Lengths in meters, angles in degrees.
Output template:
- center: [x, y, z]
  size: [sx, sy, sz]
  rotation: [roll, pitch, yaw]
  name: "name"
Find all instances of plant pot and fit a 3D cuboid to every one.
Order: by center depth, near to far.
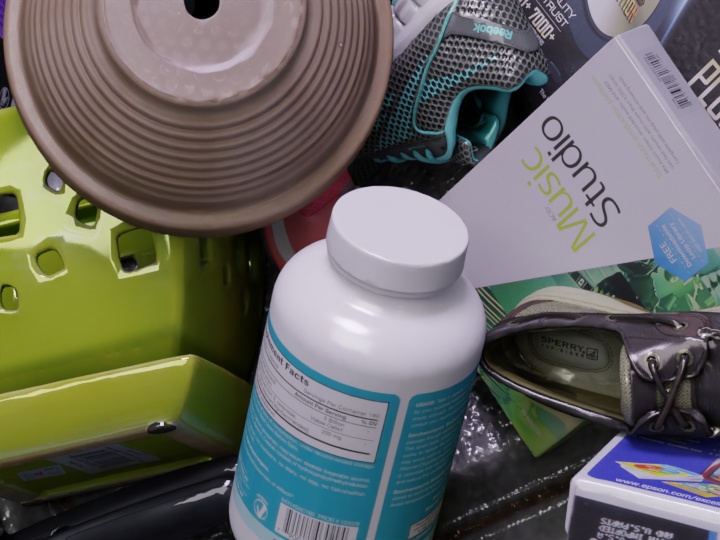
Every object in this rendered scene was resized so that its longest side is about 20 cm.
- center: [-0.080, -0.123, 1.238]
  size: [0.199, 0.093, 0.203]
  rotation: [0, 82, -3]
  name: "plant pot"
- center: [-0.155, 0.021, 1.368]
  size: [0.197, 0.200, 0.183]
  rotation: [-12, 76, 10]
  name: "plant pot"

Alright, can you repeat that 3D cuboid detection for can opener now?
- center: [-0.147, 0.149, 1.382]
  size: [0.199, 0.079, 0.063]
  rotation: [-27, 23, 11]
  name: "can opener"

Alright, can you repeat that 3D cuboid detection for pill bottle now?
- center: [0.001, 0.060, 1.273]
  size: [0.110, 0.111, 0.201]
  rotation: [29, 125, 22]
  name: "pill bottle"

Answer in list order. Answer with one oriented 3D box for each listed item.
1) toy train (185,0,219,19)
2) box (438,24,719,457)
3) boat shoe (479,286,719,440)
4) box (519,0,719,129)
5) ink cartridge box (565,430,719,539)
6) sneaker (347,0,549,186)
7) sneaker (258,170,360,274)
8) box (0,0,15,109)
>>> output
- center: [-0.055, -0.165, 1.365]
  size: [0.199, 0.114, 0.086]
  rotation: [-30, 38, 11]
  name: "toy train"
- center: [0.119, -0.012, 1.308]
  size: [0.145, 0.036, 0.200]
  rotation: [56, 133, 11]
  name: "box"
- center: [0.147, 0.054, 1.241]
  size: [0.200, 0.066, 0.072]
  rotation: [11, 116, 37]
  name: "boat shoe"
- center: [0.170, -0.132, 1.352]
  size: [0.164, 0.086, 0.201]
  rotation: [-44, 65, 21]
  name: "box"
- center: [0.222, 0.115, 1.246]
  size: [0.196, 0.200, 0.047]
  rotation: [12, 104, 19]
  name: "ink cartridge box"
- center: [0.032, -0.086, 1.366]
  size: [0.077, 0.200, 0.092]
  rotation: [-20, 71, -39]
  name: "sneaker"
- center: [0.000, 0.000, 1.364]
  size: [0.086, 0.074, 0.202]
  rotation: [-4, 103, 18]
  name: "sneaker"
- center: [-0.292, -0.119, 1.487]
  size: [0.198, 0.122, 0.107]
  rotation: [7, 76, 18]
  name: "box"
